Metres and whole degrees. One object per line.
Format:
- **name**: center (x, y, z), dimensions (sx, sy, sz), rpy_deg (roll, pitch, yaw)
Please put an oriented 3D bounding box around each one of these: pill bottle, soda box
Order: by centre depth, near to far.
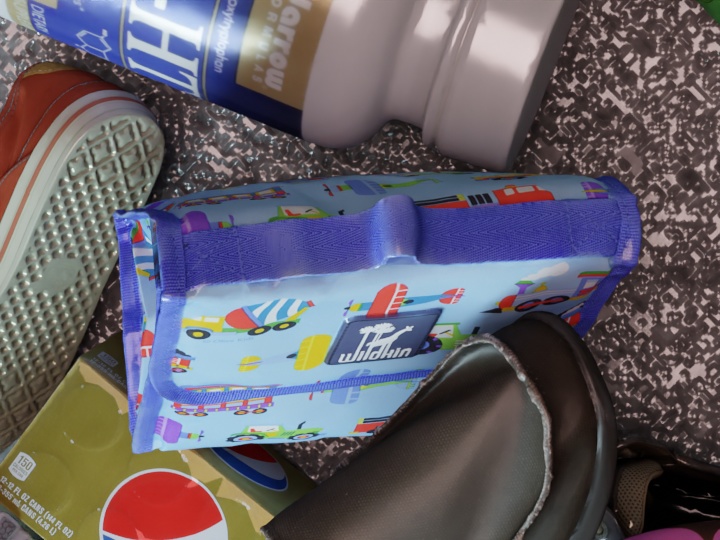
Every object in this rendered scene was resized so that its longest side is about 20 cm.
- **pill bottle**: center (-0.024, -0.112, 0.848), dimensions (0.199, 0.120, 0.120), rpy_deg (22, 100, 7)
- **soda box**: center (-0.041, 0.114, 0.907), dimensions (0.200, 0.064, 0.068), rpy_deg (39, 103, 2)

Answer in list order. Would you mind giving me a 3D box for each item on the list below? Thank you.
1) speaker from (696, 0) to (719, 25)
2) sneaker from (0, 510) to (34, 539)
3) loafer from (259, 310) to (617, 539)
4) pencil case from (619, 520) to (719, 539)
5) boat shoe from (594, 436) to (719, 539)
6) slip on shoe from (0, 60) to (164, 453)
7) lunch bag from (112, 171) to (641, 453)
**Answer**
- **speaker**: center (0.086, -0.159, 0.808), dimensions (0.199, 0.088, 0.089), rpy_deg (33, 101, -3)
- **sneaker**: center (-0.127, 0.174, 0.935), dimensions (0.075, 0.082, 0.201), rpy_deg (-30, 107, -28)
- **loafer**: center (0.009, 0.094, 0.761), dimensions (0.200, 0.071, 0.073), rpy_deg (-55, 53, 30)
- **pencil case**: center (0.161, 0.112, 0.769), dimensions (0.199, 0.094, 0.091), rpy_deg (-14, 78, 3)
- **boat shoe**: center (0.091, 0.090, 0.868), dimensions (0.199, 0.075, 0.074), rpy_deg (8, 141, 1)
- **slip on shoe**: center (-0.145, 0.007, 0.918), dimensions (0.061, 0.074, 0.201), rpy_deg (44, 111, 37)
- **lunch bag**: center (0.000, 0.000, 0.792), dimensions (0.150, 0.200, 0.095), rpy_deg (-4, 80, -10)
